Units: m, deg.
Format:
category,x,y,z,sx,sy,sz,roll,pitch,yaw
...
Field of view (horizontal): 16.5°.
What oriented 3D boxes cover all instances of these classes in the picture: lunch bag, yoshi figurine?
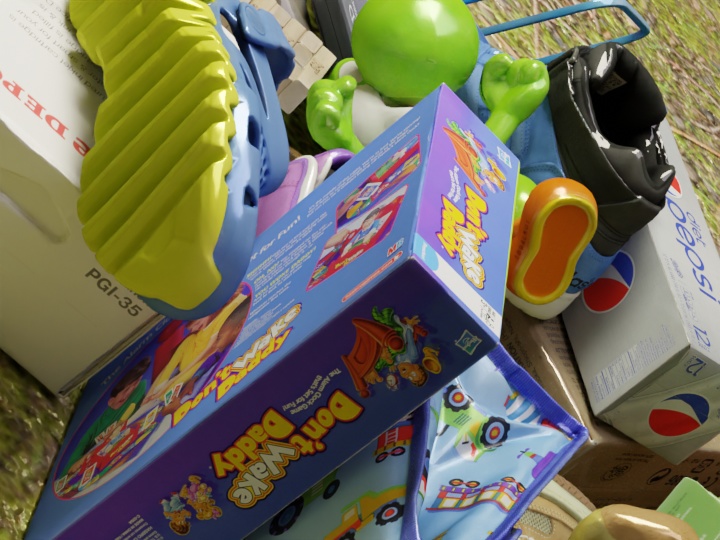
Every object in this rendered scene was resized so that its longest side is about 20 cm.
category,x,y,z,sx,sy,sz,roll,pitch,yaw
lunch bag,-0.013,0.110,0.893,0.094,0.150,0.200,47,25,-9
yoshi figurine,0.033,-0.069,1.129,0.112,0.112,0.200,49,5,-34

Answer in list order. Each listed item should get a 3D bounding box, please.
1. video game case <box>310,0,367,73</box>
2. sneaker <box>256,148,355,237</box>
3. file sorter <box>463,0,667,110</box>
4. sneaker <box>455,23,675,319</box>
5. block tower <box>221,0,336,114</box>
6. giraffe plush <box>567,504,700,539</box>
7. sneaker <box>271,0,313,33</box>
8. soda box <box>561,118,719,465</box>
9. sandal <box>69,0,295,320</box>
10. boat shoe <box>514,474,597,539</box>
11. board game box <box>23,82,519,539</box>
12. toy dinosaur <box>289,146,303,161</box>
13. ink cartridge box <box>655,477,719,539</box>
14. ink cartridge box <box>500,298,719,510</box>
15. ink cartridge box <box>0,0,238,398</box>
category,x,y,z,sx,sy,sz,roll,pitch,yaw
video game case,0.012,-0.122,1.335,0.200,0.019,0.144,-74,151,-61
sneaker,-0.037,-0.028,1.088,0.072,0.114,0.201,34,28,-30
file sorter,0.087,-0.171,1.375,0.139,0.122,0.201,14,63,-75
sneaker,0.091,-0.083,1.213,0.077,0.111,0.201,26,34,-39
block tower,-0.105,-0.145,1.188,0.200,0.058,0.054,43,28,-6
giraffe plush,0.103,0.187,0.998,0.173,0.199,0.162,58,7,3
sneaker,-0.046,-0.178,1.286,0.081,0.077,0.201,-11,56,-18
soda box,0.135,-0.006,1.234,0.068,0.063,0.201,30,32,-37
sandal,-0.057,-0.055,0.938,0.087,0.079,0.201,39,30,-33
boat shoe,0.034,0.117,1.084,0.199,0.071,0.077,26,51,-36
board game box,-0.032,0.034,0.906,0.045,0.200,0.135,44,26,-17
toy dinosaur,0.000,0.000,1.178,0.106,0.060,0.201,30,32,-36
ink cartridge box,0.187,0.201,1.147,0.200,0.104,0.059,45,-6,-26
ink cartridge box,0.107,0.045,1.283,0.199,0.075,0.165,10,46,-54
ink cartridge box,-0.132,-0.067,1.012,0.146,0.083,0.200,42,26,-20
